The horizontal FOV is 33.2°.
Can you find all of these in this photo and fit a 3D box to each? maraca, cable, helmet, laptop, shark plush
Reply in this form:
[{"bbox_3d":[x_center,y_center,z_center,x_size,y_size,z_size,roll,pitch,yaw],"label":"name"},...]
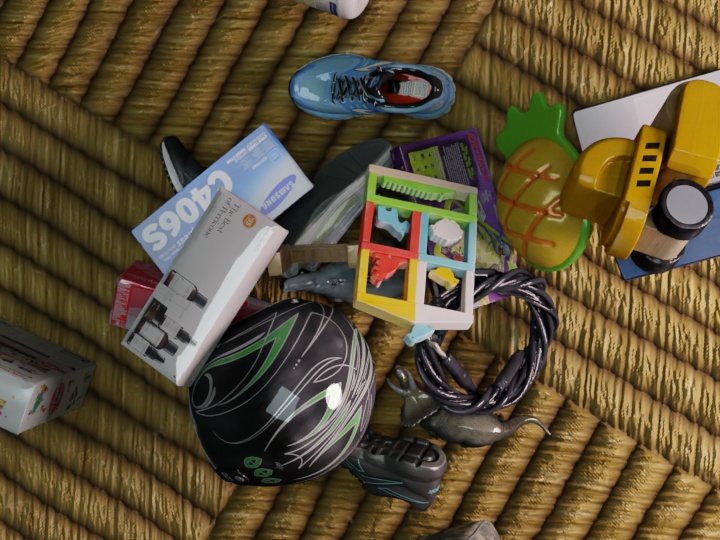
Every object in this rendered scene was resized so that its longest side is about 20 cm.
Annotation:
[{"bbox_3d":[0.207,-0.099,1.375,0.136,0.106,0.203,-22,75,49],"label":"maraca"},{"bbox_3d":[0.151,0.080,1.358,0.197,0.050,0.166,2,89,-35],"label":"cable"},{"bbox_3d":[-0.076,0.134,1.333,0.189,0.200,0.203,-25,89,18],"label":"helmet"},{"bbox_3d":[0.355,-0.111,1.354,0.184,0.116,0.203,-15,90,7],"label":"laptop"},{"bbox_3d":[0.000,0.000,1.382,0.197,0.083,0.093,11,85,-30],"label":"shark plush"}]

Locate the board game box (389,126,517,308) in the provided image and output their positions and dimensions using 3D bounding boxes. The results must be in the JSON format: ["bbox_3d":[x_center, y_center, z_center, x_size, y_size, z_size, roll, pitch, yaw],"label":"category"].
[{"bbox_3d":[0.113,-0.056,1.397,0.119,0.032,0.203,-16,89,-29],"label":"board game box"}]

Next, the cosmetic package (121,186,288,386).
[{"bbox_3d":[-0.167,0.018,1.299,0.082,0.051,0.202,32,90,11],"label":"cosmetic package"}]

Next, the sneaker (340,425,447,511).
[{"bbox_3d":[0.004,0.225,1.429,0.197,0.075,0.080,20,122,20],"label":"sneaker"}]

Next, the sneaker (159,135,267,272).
[{"bbox_3d":[-0.167,-0.081,1.450,0.089,0.070,0.202,-28,89,-7],"label":"sneaker"}]

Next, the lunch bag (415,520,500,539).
[{"bbox_3d":[0.090,0.410,1.399,0.166,0.139,0.203,-17,89,23],"label":"lunch bag"}]

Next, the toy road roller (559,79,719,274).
[{"bbox_3d":[0.296,-0.108,1.272,0.144,0.123,0.203,18,68,2],"label":"toy road roller"}]

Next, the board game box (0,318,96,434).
[{"bbox_3d":[-0.415,0.119,1.413,0.146,0.200,0.065,23,94,6],"label":"board game box"}]

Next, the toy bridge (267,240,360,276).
[{"bbox_3d":[-0.091,-0.012,1.350,0.196,0.067,0.028,-6,100,9],"label":"toy bridge"}]

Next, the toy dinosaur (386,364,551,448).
[{"bbox_3d":[0.119,0.178,1.399,0.197,0.102,0.078,23,95,7],"label":"toy dinosaur"}]

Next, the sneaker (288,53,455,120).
[{"bbox_3d":[0.011,-0.219,1.406,0.196,0.090,0.080,0,92,8],"label":"sneaker"}]

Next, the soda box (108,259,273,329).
[{"bbox_3d":[-0.195,0.054,1.444,0.197,0.070,0.064,18,111,5],"label":"soda box"}]

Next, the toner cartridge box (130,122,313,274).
[{"bbox_3d":[-0.159,-0.070,1.393,0.199,0.043,0.095,-40,94,-3],"label":"toner cartridge box"}]

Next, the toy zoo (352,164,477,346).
[{"bbox_3d":[0.061,-0.013,1.299,0.129,0.021,0.203,12,60,-9],"label":"toy zoo"}]

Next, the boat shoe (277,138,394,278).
[{"bbox_3d":[-0.029,-0.070,1.425,0.203,0.074,0.065,-49,127,-5],"label":"boat shoe"}]

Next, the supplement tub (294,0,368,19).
[{"bbox_3d":[-0.074,-0.388,1.384,0.197,0.145,0.147,21,94,6],"label":"supplement tub"}]
